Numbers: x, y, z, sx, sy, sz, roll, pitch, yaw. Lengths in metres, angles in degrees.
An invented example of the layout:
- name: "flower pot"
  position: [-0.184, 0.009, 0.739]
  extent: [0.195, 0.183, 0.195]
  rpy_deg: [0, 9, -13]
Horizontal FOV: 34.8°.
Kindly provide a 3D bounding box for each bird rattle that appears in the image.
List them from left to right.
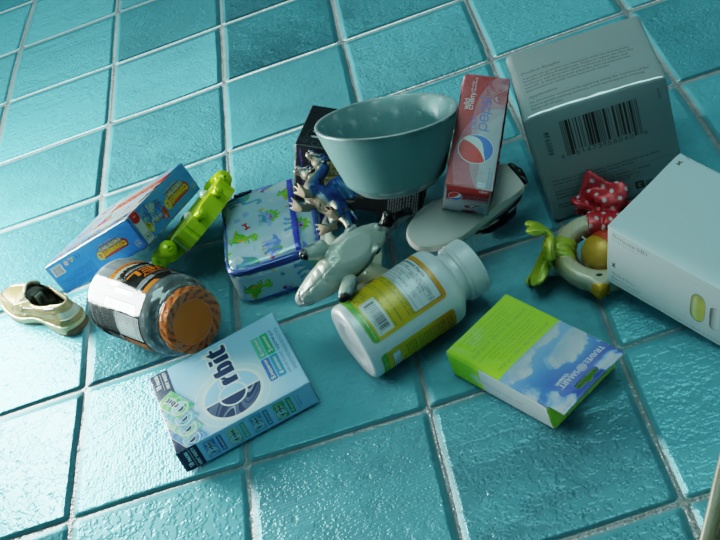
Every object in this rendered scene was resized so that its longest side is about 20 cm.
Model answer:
- name: "bird rattle"
  position: [0.316, -0.034, 1.550]
  extent: [0.200, 0.113, 0.163]
  rpy_deg: [-28, 50, -25]

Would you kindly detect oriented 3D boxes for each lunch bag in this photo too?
- name: "lunch bag"
  position: [-0.130, -0.054, 1.778]
  extent: [0.160, 0.083, 0.200]
  rpy_deg: [-15, 40, 5]

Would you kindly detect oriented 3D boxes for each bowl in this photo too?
- name: "bowl"
  position: [0.043, -0.168, 1.603]
  extent: [0.200, 0.105, 0.201]
  rpy_deg: [-9, 24, 4]

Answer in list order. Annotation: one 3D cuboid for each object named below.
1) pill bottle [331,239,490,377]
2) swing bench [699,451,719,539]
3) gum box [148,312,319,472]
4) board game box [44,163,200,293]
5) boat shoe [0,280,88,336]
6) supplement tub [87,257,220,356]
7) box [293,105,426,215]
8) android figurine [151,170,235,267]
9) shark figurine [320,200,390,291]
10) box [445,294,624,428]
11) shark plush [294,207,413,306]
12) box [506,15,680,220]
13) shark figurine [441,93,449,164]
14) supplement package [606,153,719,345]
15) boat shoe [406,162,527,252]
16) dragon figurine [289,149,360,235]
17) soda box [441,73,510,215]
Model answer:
- name: "pill bottle"
  position: [0.071, 0.044, 1.540]
  extent: [0.200, 0.111, 0.111]
  rpy_deg: [-33, 40, -12]
- name: "swing bench"
  position: [0.438, 0.254, 1.110]
  extent: [0.198, 0.130, 0.200]
  rpy_deg: [9, 54, 33]
- name: "gum box"
  position: [-0.177, 0.163, 1.579]
  extent: [0.200, 0.045, 0.170]
  rpy_deg: [-28, 39, -5]
- name: "board game box"
  position: [-0.380, -0.069, 1.851]
  extent: [0.200, 0.056, 0.196]
  rpy_deg: [-26, 19, 31]
- name: "boat shoe"
  position: [-0.521, 0.044, 1.860]
  extent: [0.200, 0.076, 0.072]
  rpy_deg: [11, 50, 35]
- name: "supplement tub"
  position: [-0.302, 0.055, 1.689]
  extent: [0.200, 0.123, 0.123]
  rpy_deg: [14, 51, 44]
- name: "box"
  position: [0.007, -0.167, 1.765]
  extent: [0.199, 0.106, 0.122]
  rpy_deg: [10, 39, 7]
- name: "android figurine"
  position: [-0.261, -0.081, 1.816]
  extent: [0.182, 0.041, 0.200]
  rpy_deg: [-56, 11, -23]
- name: "shark figurine"
  position: [-0.021, -0.008, 1.667]
  extent: [0.128, 0.090, 0.214]
  rpy_deg: [-20, 51, -34]
- name: "box"
  position: [0.219, 0.114, 1.437]
  extent: [0.122, 0.048, 0.200]
  rpy_deg: [-42, 42, -20]
- name: "shark plush"
  position: [-0.013, -0.030, 1.563]
  extent: [0.091, 0.083, 0.200]
  rpy_deg: [36, 67, 6]
- name: "box"
  position: [0.334, -0.216, 1.638]
  extent: [0.198, 0.200, 0.172]
  rpy_deg: [-16, 42, 10]
- name: "shark figurine"
  position: [0.172, -0.188, 1.792]
  extent: [0.089, 0.128, 0.215]
  rpy_deg: [3, 26, -8]
- name: "supplement package"
  position: [0.428, -0.022, 1.408]
  extent: [0.200, 0.111, 0.156]
  rpy_deg: [33, 64, 32]
- name: "boat shoe"
  position: [0.152, -0.069, 1.641]
  extent: [0.200, 0.093, 0.075]
  rpy_deg: [-29, 64, -15]
- name: "dragon figurine"
  position: [-0.033, -0.100, 1.655]
  extent: [0.200, 0.059, 0.099]
  rpy_deg: [37, 47, 21]
- name: "soda box"
  position: [0.163, -0.179, 1.614]
  extent: [0.070, 0.063, 0.200]
  rpy_deg: [9, 61, 5]
